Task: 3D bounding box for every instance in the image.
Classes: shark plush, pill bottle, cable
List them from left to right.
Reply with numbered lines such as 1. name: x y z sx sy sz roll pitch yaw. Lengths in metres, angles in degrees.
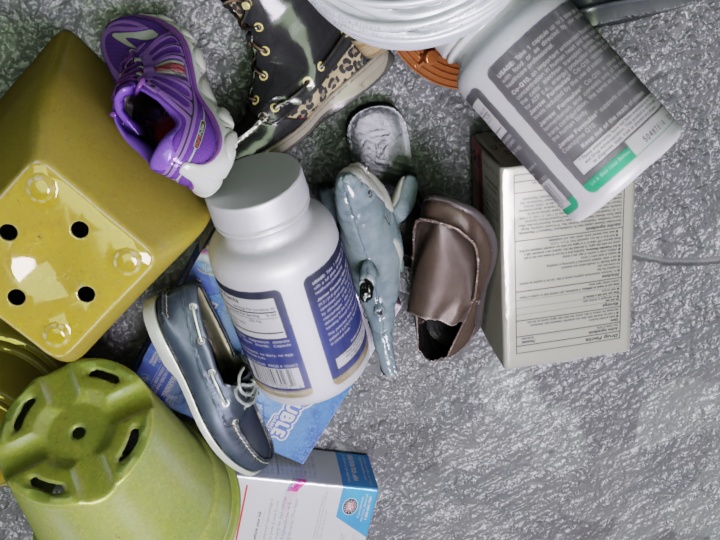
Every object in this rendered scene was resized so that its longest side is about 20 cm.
1. pill bottle: -0.064 0.007 0.842 0.110 0.111 0.201 -16 126 -2
2. shark plush: 0.000 0.000 0.889 0.090 0.083 0.202 5 112 4
3. cable: 0.035 -0.263 0.720 0.199 0.069 0.201 -28 87 4
4. pill bottle: 0.150 -0.148 0.798 0.113 0.113 0.200 -41 88 9

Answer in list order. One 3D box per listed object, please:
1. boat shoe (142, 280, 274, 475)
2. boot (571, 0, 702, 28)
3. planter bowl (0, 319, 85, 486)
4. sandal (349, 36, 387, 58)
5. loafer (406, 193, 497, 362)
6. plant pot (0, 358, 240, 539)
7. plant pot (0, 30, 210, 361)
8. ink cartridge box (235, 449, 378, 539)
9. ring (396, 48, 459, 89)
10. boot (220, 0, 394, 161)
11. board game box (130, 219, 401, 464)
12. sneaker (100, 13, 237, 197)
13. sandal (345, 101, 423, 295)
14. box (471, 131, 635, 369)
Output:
1. boat shoe: -0.125 0.099 0.915 0.061 0.075 0.201 -22 106 14
2. boot: 0.219 -0.316 0.847 0.164 0.065 0.202 -19 99 -37
3. planter bowl: -0.352 0.138 0.931 0.198 0.084 0.203 -4 113 -9
4. sandal: 0.059 -0.265 0.777 0.212 0.078 0.070 -44 117 6
5. loafer: 0.080 0.016 0.901 0.072 0.071 0.201 17 143 23
6. plant pot: -0.220 0.177 0.866 0.198 0.202 0.185 -15 144 -3
7. plant pot: -0.239 -0.043 0.811 0.195 0.200 0.194 -44 113 9
8. ink cartridge box: -0.092 0.246 1.029 0.198 0.068 0.116 9 111 -14
9. ring: 0.105 -0.255 0.854 0.198 0.019 0.203 -10 115 -21
10. boot: -0.083 -0.183 0.840 0.199 0.073 0.151 -35 114 -5
11. board game box: -0.094 0.067 0.967 0.198 0.043 0.201 25 107 -19
12. sneaker: -0.165 -0.145 0.787 0.083 0.201 0.081 15 121 -47
13. sandal: 0.031 -0.056 0.933 0.075 0.048 0.202 -19 116 1
14. box: 0.178 -0.026 0.938 0.126 0.109 0.202 -7 114 -7
